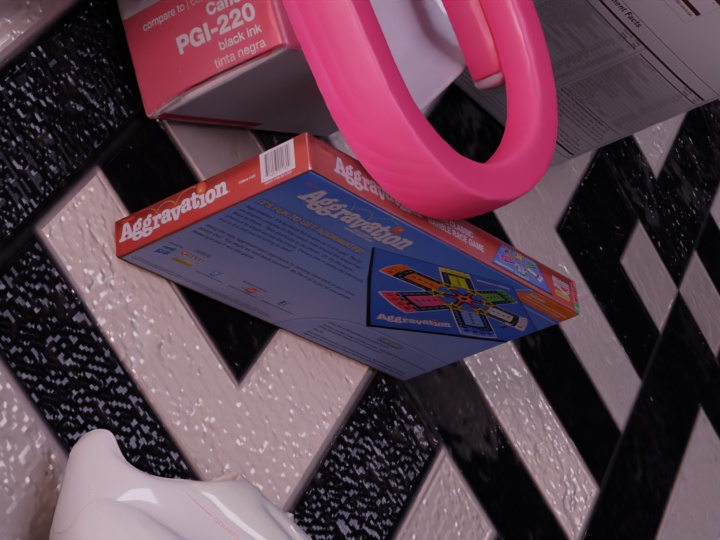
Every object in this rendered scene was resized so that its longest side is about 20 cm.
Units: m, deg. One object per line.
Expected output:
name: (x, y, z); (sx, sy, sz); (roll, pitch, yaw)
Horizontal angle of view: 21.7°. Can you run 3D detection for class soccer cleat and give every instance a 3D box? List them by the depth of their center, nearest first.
soccer cleat: (-0.035, 0.119, 0.720); (0.199, 0.069, 0.078); (30, 45, -42)

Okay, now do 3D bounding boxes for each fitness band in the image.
fitness band: (0.017, -0.118, 0.773); (0.143, 0.037, 0.201); (-27, 95, -55)

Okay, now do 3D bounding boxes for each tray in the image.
tray: (-0.009, -0.169, 0.812); (0.201, 0.022, 0.107); (62, 34, -11)

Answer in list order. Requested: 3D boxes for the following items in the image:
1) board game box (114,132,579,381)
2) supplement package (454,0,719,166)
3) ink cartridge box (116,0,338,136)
board game box: (0.000, 0.000, 0.808); (0.199, 0.102, 0.020); (26, 51, -48)
supplement package: (0.150, -0.201, 1.069); (0.147, 0.199, 0.193); (34, 46, -43)
ink cartridge box: (-0.050, -0.172, 0.854); (0.145, 0.084, 0.202); (-1, 71, -57)
